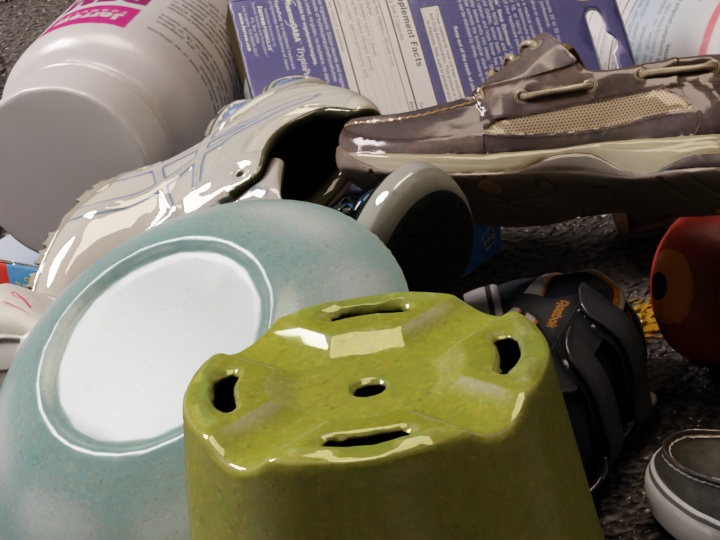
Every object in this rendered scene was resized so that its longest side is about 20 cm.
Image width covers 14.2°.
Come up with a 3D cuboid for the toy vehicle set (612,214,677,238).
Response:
[{"bbox_3d":[0.181,-0.064,1.418,0.124,0.027,0.200,-15,-12,3],"label":"toy vehicle set"}]

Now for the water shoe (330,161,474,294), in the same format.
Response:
[{"bbox_3d":[0.000,0.000,1.300,0.071,0.200,0.079,-36,68,-19],"label":"water shoe"}]

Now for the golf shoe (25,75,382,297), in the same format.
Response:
[{"bbox_3d":[-0.071,-0.025,1.347,0.200,0.078,0.097,-43,16,-19],"label":"golf shoe"}]

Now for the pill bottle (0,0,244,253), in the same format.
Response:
[{"bbox_3d":[-0.118,-0.088,1.491,0.113,0.114,0.200,-2,25,18],"label":"pill bottle"}]

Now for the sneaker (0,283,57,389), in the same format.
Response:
[{"bbox_3d":[-0.125,0.046,1.278,0.199,0.100,0.078,-23,15,33],"label":"sneaker"}]

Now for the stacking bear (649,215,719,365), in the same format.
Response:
[{"bbox_3d":[0.208,0.013,1.296,0.113,0.122,0.200,-6,9,-36],"label":"stacking bear"}]

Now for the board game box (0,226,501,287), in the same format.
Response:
[{"bbox_3d":[-0.062,-0.009,1.506,0.195,0.056,0.200,10,30,38],"label":"board game box"}]

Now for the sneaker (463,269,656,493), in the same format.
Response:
[{"bbox_3d":[0.091,0.048,1.288,0.079,0.079,0.200,-14,22,4],"label":"sneaker"}]

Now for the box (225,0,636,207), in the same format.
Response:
[{"bbox_3d":[0.041,-0.095,1.470,0.199,0.032,0.122,-10,67,-10],"label":"box"}]

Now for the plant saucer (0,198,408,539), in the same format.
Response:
[{"bbox_3d":[-0.076,0.040,1.179,0.200,0.039,0.202,-16,48,19],"label":"plant saucer"}]

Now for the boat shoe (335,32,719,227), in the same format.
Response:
[{"bbox_3d":[0.089,-0.064,1.303,0.199,0.074,0.075,0,-18,12],"label":"boat shoe"}]

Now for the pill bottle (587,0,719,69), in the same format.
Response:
[{"bbox_3d":[0.147,-0.115,1.598,0.199,0.109,0.109,11,30,39],"label":"pill bottle"}]

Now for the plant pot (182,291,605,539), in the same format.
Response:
[{"bbox_3d":[0.014,0.116,1.032,0.199,0.185,0.201,-9,24,4],"label":"plant pot"}]

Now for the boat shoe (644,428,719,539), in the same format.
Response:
[{"bbox_3d":[0.195,0.092,1.176,0.068,0.057,0.200,-27,29,-34],"label":"boat shoe"}]
